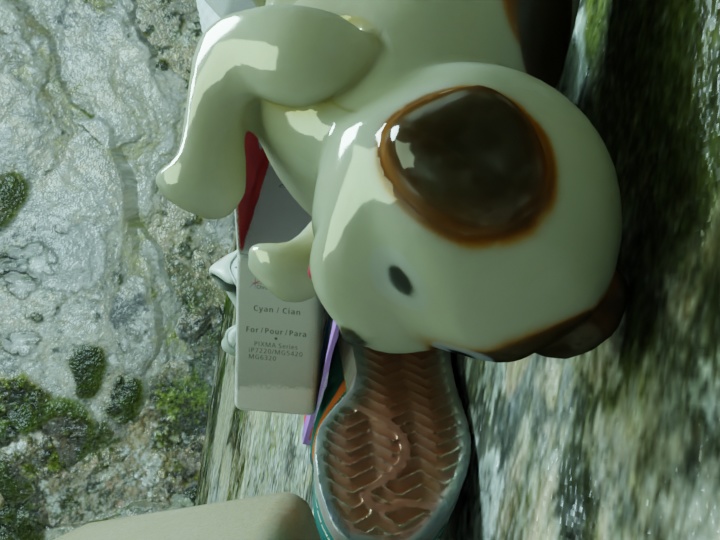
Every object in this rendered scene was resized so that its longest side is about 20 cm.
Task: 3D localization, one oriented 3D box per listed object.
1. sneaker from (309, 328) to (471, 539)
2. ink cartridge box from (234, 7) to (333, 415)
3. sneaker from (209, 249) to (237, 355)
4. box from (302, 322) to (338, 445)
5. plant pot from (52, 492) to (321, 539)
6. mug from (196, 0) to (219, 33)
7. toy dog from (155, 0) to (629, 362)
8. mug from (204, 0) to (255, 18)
[{"bbox_3d":[0.011,0.090,0.761,0.200,0.071,0.080,-82,2,-60],"label":"sneaker"},{"bbox_3d":[-0.031,-0.054,0.825,0.200,0.045,0.177,-81,-6,-58],"label":"ink cartridge box"},{"bbox_3d":[-0.080,-0.013,1.401,0.078,0.099,0.200,122,156,-71],"label":"sneaker"},{"bbox_3d":[0.000,0.000,1.028,0.137,0.039,0.200,-89,11,-46],"label":"box"},{"bbox_3d":[-0.091,0.215,0.755,0.177,0.200,0.200,-59,-48,-61],"label":"plant pot"},{"bbox_3d":[-0.045,-0.209,1.221,0.200,0.147,0.176,136,129,-65],"label":"mug"},{"bbox_3d":[0.028,-0.054,0.554,0.140,0.194,0.200,65,-169,-48],"label":"toy dog"},{"bbox_3d":[-0.022,-0.189,0.984,0.187,0.153,0.150,112,164,-61],"label":"mug"}]
